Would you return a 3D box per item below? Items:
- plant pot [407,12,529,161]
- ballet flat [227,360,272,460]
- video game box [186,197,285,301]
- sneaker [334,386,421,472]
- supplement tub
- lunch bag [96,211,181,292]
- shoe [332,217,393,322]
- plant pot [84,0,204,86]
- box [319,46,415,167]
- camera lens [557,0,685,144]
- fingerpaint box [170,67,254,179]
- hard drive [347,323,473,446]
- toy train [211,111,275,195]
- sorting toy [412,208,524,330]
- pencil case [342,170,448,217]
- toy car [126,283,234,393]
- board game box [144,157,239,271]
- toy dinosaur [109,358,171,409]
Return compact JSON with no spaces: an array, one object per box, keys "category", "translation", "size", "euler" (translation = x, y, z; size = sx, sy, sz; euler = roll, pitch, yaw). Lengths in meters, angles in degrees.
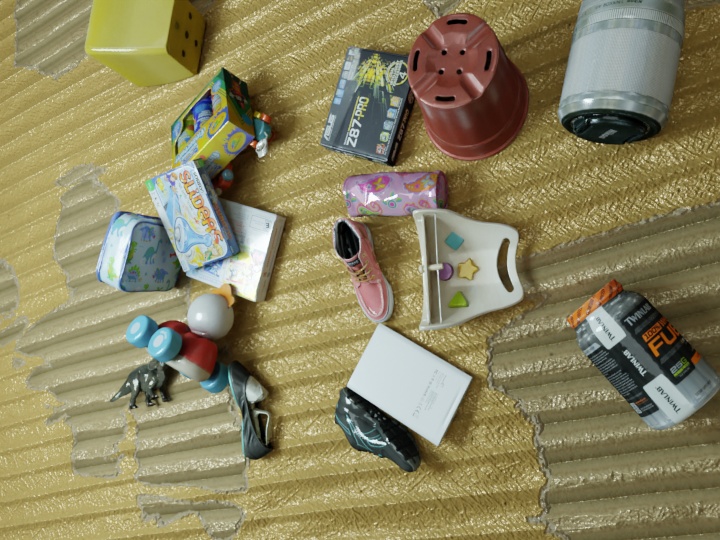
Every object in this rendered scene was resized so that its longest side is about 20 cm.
[{"category":"plant pot","translation":[0.174,-0.312,0.907],"size":[0.196,0.194,0.207],"euler":[-2,84,23]},{"category":"ballet flat","translation":[-0.217,0.280,1.101],"size":[0.067,0.068,0.205],"euler":[-12,90,12]},{"category":"video game box","translation":[-0.270,-0.049,1.159],"size":[0.196,0.047,0.187],"euler":[18,91,24]},{"category":"sneaker","translation":[0.028,0.303,0.992],"size":[0.199,0.075,0.081],"euler":[38,110,31]},{"category":"supplement tub","translation":[0.413,0.120,0.803],"size":[0.122,0.122,0.201],"euler":[-43,71,14]},{"category":"lunch bag","translation":[-0.461,-0.040,1.159],"size":[0.081,0.200,0.165],"euler":[18,94,16]},{"category":"shoe","translation":[0.000,0.000,1.011],"size":[0.070,0.091,0.205],"euler":[-20,78,20]},{"category":"plant pot","translation":[-0.468,-0.542,1.219],"size":[0.172,0.200,0.206],"euler":[10,89,13]},{"category":"box","translation":[0.022,-0.322,1.054],"size":[0.158,0.049,0.205],"euler":[20,94,27]},{"category":"camera lens","translation":[0.398,-0.309,0.826],"size":[0.156,0.159,0.205],"euler":[11,90,24]},{"category":"fingerpaint box","translation":[-0.320,-0.296,1.144],"size":[0.198,0.073,0.170],"euler":[-34,54,29]},{"category":"hard drive","translation":[0.087,0.203,0.979],"size":[0.197,0.026,0.134],"euler":[28,86,23]},{"category":"toy train","translation":[-0.245,-0.245,1.146],"size":[0.197,0.055,0.154],"euler":[-22,60,35]},{"category":"sorting toy","translation":[0.188,-0.003,0.932],"size":[0.175,0.107,0.206],"euler":[-4,83,16]},{"category":"pencil case","translation":[0.064,-0.140,1.004],"size":[0.195,0.087,0.090],"euler":[1,86,24]},{"category":"toy car","translation":[-0.334,0.113,1.115],"size":[0.174,0.185,0.203],"euler":[14,66,39]},{"category":"board game box","translation":[-0.347,-0.112,1.115],"size":[0.133,0.034,0.204],"euler":[-16,103,22]},{"category":"toy dinosaur","translation":[-0.485,0.253,1.224],"size":[0.197,0.076,0.105],"euler":[-25,64,25]}]
